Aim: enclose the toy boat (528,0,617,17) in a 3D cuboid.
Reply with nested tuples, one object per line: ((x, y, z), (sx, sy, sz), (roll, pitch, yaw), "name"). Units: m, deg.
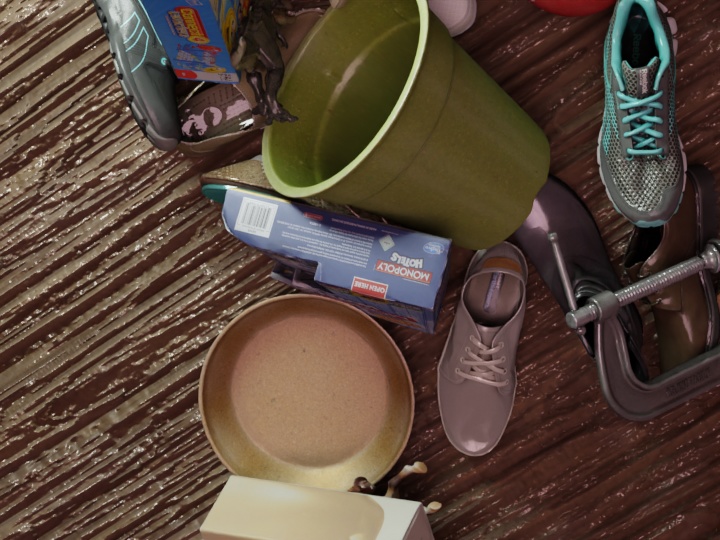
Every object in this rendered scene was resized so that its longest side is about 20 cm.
((0.196, -0.299, 1.353), (0.130, 0.131, 0.201), (37, 105, -4), "toy boat")

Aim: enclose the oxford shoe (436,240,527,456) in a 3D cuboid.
((0.109, 0.074, 1.494), (0.074, 0.058, 0.202), (9, 106, 1), "oxford shoe")

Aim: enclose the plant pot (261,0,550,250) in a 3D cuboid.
((0.051, -0.110, 1.384), (0.189, 0.201, 0.201), (30, 107, -33), "plant pot")

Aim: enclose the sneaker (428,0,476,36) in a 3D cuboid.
((0.032, -0.283, 1.402), (0.075, 0.081, 0.201), (-30, 101, 10), "sneaker")

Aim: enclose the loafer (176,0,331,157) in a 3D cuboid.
((-0.086, -0.159, 1.450), (0.199, 0.067, 0.076), (-36, 98, 13), "loafer")

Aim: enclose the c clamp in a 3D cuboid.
((0.250, 0.033, 1.378), (0.198, 0.027, 0.173), (-15, 100, -29), "c clamp")

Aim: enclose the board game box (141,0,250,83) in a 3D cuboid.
((-0.121, -0.275, 1.325), (0.055, 0.196, 0.203), (5, 79, 4), "board game box")

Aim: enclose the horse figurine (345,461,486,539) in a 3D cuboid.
((0.051, 0.253, 1.539), (0.200, 0.050, 0.132), (42, 126, -16), "horse figurine")

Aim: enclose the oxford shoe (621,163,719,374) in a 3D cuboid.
((0.260, 0.013, 1.444), (0.084, 0.073, 0.203), (-8, 96, -23), "oxford shoe")

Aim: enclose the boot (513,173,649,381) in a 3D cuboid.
((0.188, 0.006, 1.430), (0.070, 0.132, 0.201), (-37, 98, 14), "boot")

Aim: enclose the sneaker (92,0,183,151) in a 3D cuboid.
((-0.179, -0.201, 1.424), (0.078, 0.075, 0.202), (-18, 77, -5), "sneaker")

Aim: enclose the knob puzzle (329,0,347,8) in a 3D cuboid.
((-0.032, -0.330, 1.314), (0.030, 0.219, 0.222), (-15, 104, -22), "knob puzzle")

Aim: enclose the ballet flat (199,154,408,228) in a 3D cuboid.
((-0.041, -0.073, 1.478), (0.198, 0.071, 0.066), (16, 79, -1), "ballet flat")

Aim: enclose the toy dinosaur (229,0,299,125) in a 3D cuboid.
((-0.079, -0.164, 1.343), (0.047, 0.200, 0.089), (-11, 109, 8), "toy dinosaur")

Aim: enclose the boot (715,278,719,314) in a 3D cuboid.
((0.388, 0.077, 1.466), (0.199, 0.066, 0.176), (34, 93, -4), "boot")

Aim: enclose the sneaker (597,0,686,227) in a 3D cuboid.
((0.228, -0.138, 1.379), (0.077, 0.091, 0.203), (-6, 78, 12), "sneaker")

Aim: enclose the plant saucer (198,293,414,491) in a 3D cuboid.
((-0.048, 0.115, 1.531), (0.198, 0.035, 0.203), (1, 104, 5), "plant saucer")

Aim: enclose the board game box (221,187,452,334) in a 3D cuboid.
((0.000, 0.000, 1.427), (0.198, 0.200, 0.062), (14, 82, 18), "board game box")

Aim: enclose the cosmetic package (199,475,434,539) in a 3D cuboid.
((-0.033, 0.253, 1.495), (0.198, 0.071, 0.106), (3, 130, 29), "cosmetic package")
